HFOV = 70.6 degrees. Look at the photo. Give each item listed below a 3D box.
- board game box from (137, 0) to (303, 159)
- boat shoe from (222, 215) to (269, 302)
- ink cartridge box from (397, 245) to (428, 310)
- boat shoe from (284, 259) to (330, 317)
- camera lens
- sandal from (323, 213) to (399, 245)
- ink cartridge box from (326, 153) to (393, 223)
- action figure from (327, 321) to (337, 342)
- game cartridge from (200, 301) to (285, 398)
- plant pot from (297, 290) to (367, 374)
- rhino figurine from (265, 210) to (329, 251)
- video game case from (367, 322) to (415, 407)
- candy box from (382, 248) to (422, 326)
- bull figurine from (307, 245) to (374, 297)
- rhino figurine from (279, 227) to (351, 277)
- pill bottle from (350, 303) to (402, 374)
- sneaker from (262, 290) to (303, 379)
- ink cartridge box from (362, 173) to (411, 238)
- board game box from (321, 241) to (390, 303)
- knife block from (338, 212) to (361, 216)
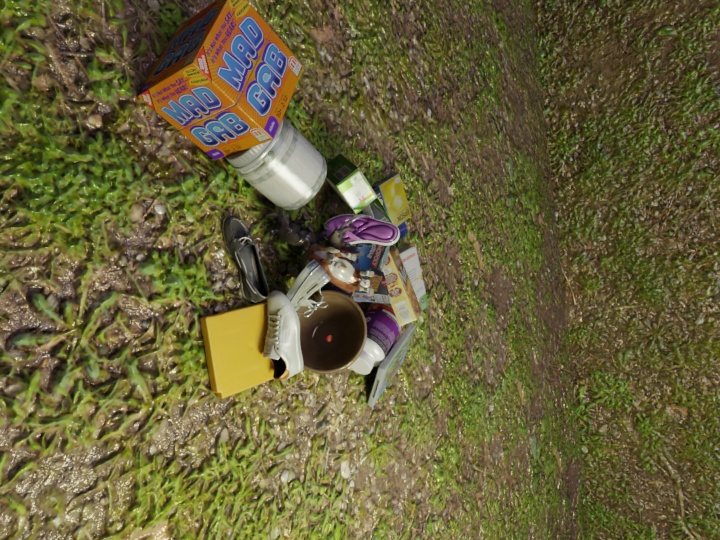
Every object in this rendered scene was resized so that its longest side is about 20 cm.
[{"bbox_3d":[-0.274,-0.381,1.022,0.200,0.199,0.201,39,58,-41],"label":"board game box"},{"bbox_3d":[-0.248,-0.027,1.129,0.067,0.057,0.202,-27,107,-47],"label":"boat shoe"},{"bbox_3d":[0.123,0.042,1.560,0.144,0.083,0.202,-28,108,-49],"label":"ink cartridge box"},{"bbox_3d":[-0.114,0.060,1.150,0.086,0.202,0.075,42,46,4],"label":"boat shoe"},{"bbox_3d":[-0.185,-0.246,1.149,0.200,0.159,0.161,39,57,-41],"label":"camera lens"},{"bbox_3d":[-0.001,-0.108,1.287,0.050,0.201,0.083,64,29,-73],"label":"sandal"},{"bbox_3d":[-0.008,-0.198,1.368,0.076,0.148,0.200,-37,124,-1],"label":"ink cartridge box"},{"bbox_3d":[-0.037,0.097,1.365,0.098,0.065,0.202,12,77,-32],"label":"action figure"},{"bbox_3d":[-0.252,0.169,1.128,0.199,0.032,0.178,-12,95,-49],"label":"game cartridge"},{"bbox_3d":[-0.082,0.158,1.253,0.093,0.199,0.203,85,16,-69],"label":"plant pot"},{"bbox_3d":[-0.153,-0.094,1.237,0.199,0.087,0.060,25,39,-46],"label":"rhino figurine"},{"bbox_3d":[0.090,0.272,1.464,0.200,0.022,0.183,-47,158,-43],"label":"video game case"},{"bbox_3d":[0.105,0.043,1.405,0.201,0.055,0.115,69,16,1],"label":"candy box"},{"bbox_3d":[-0.034,0.006,1.164,0.200,0.121,0.066,34,70,-38],"label":"bull figurine"},{"bbox_3d":[-0.097,-0.041,1.221,0.087,0.200,0.060,22,32,-56],"label":"rhino figurine"},{"bbox_3d":[0.036,0.187,1.415,0.200,0.112,0.113,-55,126,-39],"label":"pill bottle"},{"bbox_3d":[-0.182,0.148,1.133,0.084,0.072,0.202,-22,104,-50],"label":"sneaker"},{"bbox_3d":[0.087,-0.173,1.573,0.197,0.047,0.201,-40,114,-46],"label":"ink cartridge box"},{"bbox_3d":[0.000,0.000,1.304,0.062,0.198,0.201,73,36,-65],"label":"board game box"},{"bbox_3d":[-0.004,-0.057,1.385,0.176,0.064,0.201,53,26,-46],"label":"knife block"}]
